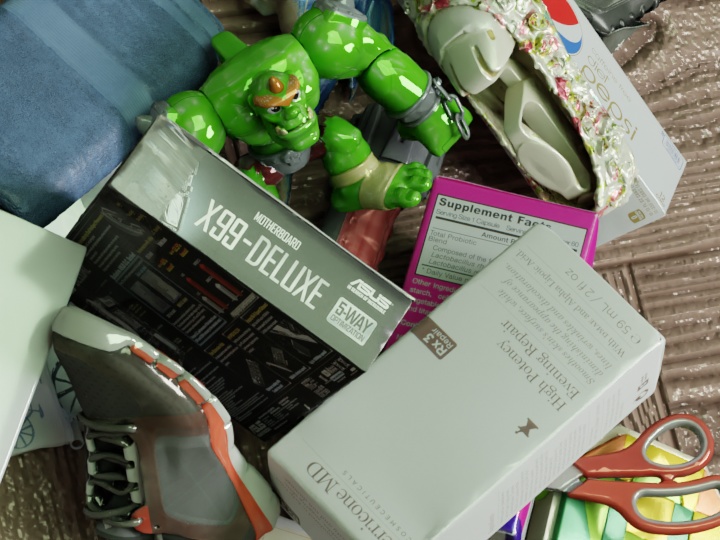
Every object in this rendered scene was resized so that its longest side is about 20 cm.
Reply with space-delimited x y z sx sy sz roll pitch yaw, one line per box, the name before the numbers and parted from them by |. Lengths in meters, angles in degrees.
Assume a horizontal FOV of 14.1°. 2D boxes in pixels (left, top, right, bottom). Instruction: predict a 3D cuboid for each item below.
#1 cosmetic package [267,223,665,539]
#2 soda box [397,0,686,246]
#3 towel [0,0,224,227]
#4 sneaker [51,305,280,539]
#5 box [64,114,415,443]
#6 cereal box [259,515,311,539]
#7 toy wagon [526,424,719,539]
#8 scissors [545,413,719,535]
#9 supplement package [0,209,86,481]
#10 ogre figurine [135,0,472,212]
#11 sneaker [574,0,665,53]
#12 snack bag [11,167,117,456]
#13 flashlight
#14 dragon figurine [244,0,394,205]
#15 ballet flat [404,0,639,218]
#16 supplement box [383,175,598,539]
cosmetic package | 0.056 0.079 1.554 0.200 0.074 0.102 -40 69 -17
soda box | 0.109 -0.112 1.739 0.200 0.068 0.064 53 34 -17
towel | -0.167 -0.103 1.615 0.112 0.049 0.200 43 51 1
sneaker | -0.110 0.100 1.504 0.082 0.077 0.200 -50 134 -17
box | -0.075 0.009 1.505 0.157 0.200 0.050 36 70 -5
cereal box | -0.052 0.209 1.606 0.199 0.039 0.144 22 68 -20
toy wagon | 0.153 0.197 1.718 0.155 0.040 0.201 24 66 -20
scissors | 0.119 0.126 1.691 0.199 0.014 0.073 -6 69 -8
supplement package | -0.253 0.057 1.486 0.155 0.111 0.201 24 72 -14
ogre figurine | -0.044 -0.071 1.625 0.199 0.098 0.120 -24 117 7
sneaker | 0.156 -0.173 1.814 0.199 0.066 0.091 -6 81 -25
snack bag | -0.189 0.008 1.603 0.199 0.021 0.189 -13 82 -30
flashlight | 0.000 0.000 1.678 0.068 0.068 0.201 29 65 -16
dragon figurine | -0.015 -0.135 1.713 0.099 0.059 0.201 1 74 -27
ballet flat | 0.089 -0.106 1.670 0.200 0.076 0.064 48 37 -13
supplement box | 0.064 0.063 1.656 0.103 0.101 0.201 15 66 8
